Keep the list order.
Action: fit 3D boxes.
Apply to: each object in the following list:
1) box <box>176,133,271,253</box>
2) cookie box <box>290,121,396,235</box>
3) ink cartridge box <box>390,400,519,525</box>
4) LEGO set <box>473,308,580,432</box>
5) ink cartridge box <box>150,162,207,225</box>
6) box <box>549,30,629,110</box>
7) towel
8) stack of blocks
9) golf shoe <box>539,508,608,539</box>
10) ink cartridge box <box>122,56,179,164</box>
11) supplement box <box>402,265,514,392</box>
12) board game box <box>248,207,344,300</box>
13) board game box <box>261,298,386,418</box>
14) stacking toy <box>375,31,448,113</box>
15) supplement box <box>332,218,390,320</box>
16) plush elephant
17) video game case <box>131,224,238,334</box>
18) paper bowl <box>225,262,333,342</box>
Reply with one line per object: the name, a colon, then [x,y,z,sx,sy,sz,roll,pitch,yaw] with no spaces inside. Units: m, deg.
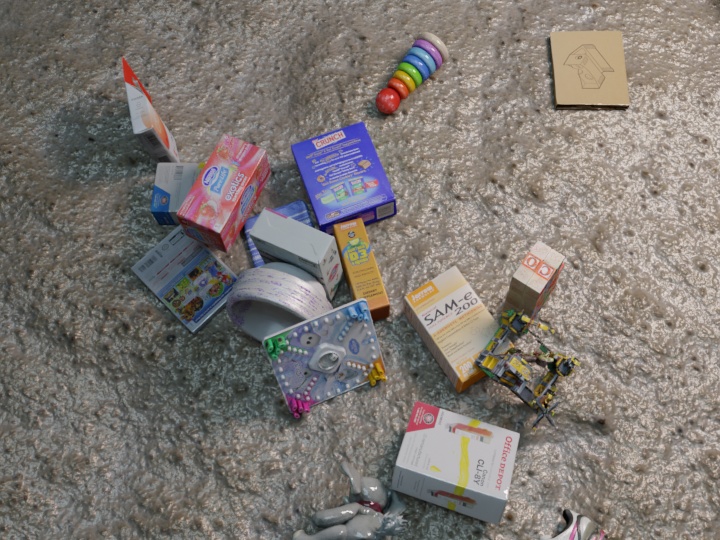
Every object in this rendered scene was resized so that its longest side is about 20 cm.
box: [-0.267,-0.154,1.590,0.101,0.095,0.202,23,69,10]
cookie box: [-0.035,-0.190,1.678,0.169,0.075,0.202,-19,67,-5]
ink cartridge box: [0.168,0.334,1.410,0.197,0.084,0.146,16,45,9]
LEGO set: [0.308,0.171,1.429,0.154,0.116,0.200,-43,106,-8]
ink cartridge box: [-0.328,-0.160,1.683,0.197,0.067,0.118,1,67,3]
box: [0.508,-0.448,1.795,0.161,0.021,0.203,1,67,3]
towel: [-0.152,-0.040,1.646,0.143,0.024,0.202,-18,67,-4]
stack of blocks: [0.325,0.023,1.499,0.058,0.201,0.116,32,72,16]
golf shoe: [0.331,0.500,1.363,0.092,0.073,0.200,35,62,23]
ink cartridge box: [-0.445,-0.336,1.715,0.049,0.163,0.203,-14,67,3]
supplement box: [0.184,0.111,1.536,0.125,0.074,0.201,-31,68,-11]
board game box: [-0.116,-0.028,1.523,0.146,0.200,0.065,24,72,13]
board game box: [-0.058,0.164,1.460,0.197,0.202,0.026,-22,40,-7]
stacking toy: [0.108,-0.427,1.780,0.085,0.086,0.201,34,78,16]
supplement box: [0.000,0.000,1.598,0.066,0.069,0.202,-16,64,-7]
plush elephant: [-0.004,0.422,1.377,0.199,0.155,0.165,-39,111,20]
video game case: [-0.351,0.014,1.635,0.200,0.018,0.143,42,74,18]
paper bowl: [-0.142,0.063,1.502,0.198,0.202,0.105,17,60,10]
